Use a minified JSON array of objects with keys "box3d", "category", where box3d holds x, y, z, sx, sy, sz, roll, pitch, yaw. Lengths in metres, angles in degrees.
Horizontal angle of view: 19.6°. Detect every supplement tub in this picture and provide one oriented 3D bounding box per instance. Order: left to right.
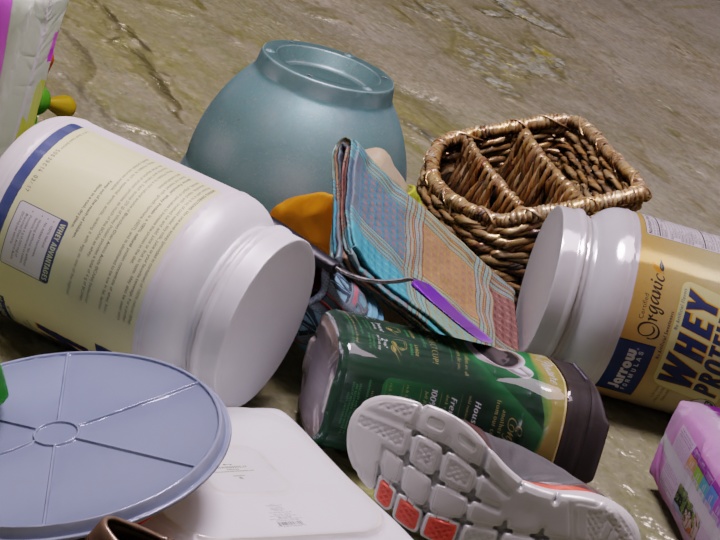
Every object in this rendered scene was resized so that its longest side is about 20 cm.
[{"box3d":[-0.146,-0.004,1.394,0.200,0.145,0.145,25,21,19],"category":"supplement tub"},{"box3d":[0.230,0.034,1.611,0.200,0.145,0.144,15,20,-6],"category":"supplement tub"}]

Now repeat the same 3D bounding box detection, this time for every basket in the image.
[{"box3d":[0.126,-0.062,1.746,0.143,0.149,0.200,21,18,-20],"category":"basket"}]

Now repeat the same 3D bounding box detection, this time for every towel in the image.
[{"box3d":[0.052,0.001,1.547,0.200,0.022,0.147,40,28,-28],"category":"towel"}]

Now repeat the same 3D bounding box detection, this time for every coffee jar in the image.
[{"box3d":[0.063,0.090,1.408,0.200,0.085,0.104,13,13,-12],"category":"coffee jar"}]

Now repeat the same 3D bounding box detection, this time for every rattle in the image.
[{"box3d":[-0.025,0.005,1.606,0.143,0.130,0.200,1,50,11],"category":"rattle"}]

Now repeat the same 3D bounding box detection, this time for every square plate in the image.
[{"box3d":[-0.078,0.132,1.266,0.200,0.028,0.198,2,25,-36],"category":"square plate"}]

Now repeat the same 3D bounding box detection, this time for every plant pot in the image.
[{"box3d":[-0.046,-0.117,1.793,0.200,0.134,0.200,15,20,-6],"category":"plant pot"}]

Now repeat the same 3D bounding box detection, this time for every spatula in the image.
[{"box3d":[0.000,0.000,1.417,0.200,0.021,0.057,24,4,12],"category":"spatula"}]

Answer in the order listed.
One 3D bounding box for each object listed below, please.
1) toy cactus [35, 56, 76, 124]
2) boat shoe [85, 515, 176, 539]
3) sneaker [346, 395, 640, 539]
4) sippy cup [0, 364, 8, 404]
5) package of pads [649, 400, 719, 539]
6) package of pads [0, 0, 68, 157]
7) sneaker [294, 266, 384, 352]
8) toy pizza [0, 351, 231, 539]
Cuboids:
[{"box3d":[-0.318,-0.120,1.645,0.165,0.102,0.200,6,23,4],"category":"toy cactus"},{"box3d":[-0.057,0.184,1.078,0.200,0.072,0.072,17,20,-1],"category":"boat shoe"},{"box3d":[0.081,0.139,1.331,0.200,0.077,0.082,29,9,-3],"category":"sneaker"},{"box3d":[-0.284,0.032,1.192,0.130,0.140,0.178,-20,-9,-13],"category":"sippy cup"},{"box3d":[0.280,0.169,1.401,0.120,0.076,0.200,16,20,-14],"category":"package of pads"},{"box3d":[-0.312,-0.132,1.510,0.154,0.200,0.068,23,17,16],"category":"package of pads"},{"box3d":[-0.069,-0.008,1.499,0.200,0.079,0.096,26,-15,37],"category":"sneaker"},{"box3d":[-0.173,0.106,1.201,0.200,0.032,0.200,-3,27,1],"category":"toy pizza"}]
